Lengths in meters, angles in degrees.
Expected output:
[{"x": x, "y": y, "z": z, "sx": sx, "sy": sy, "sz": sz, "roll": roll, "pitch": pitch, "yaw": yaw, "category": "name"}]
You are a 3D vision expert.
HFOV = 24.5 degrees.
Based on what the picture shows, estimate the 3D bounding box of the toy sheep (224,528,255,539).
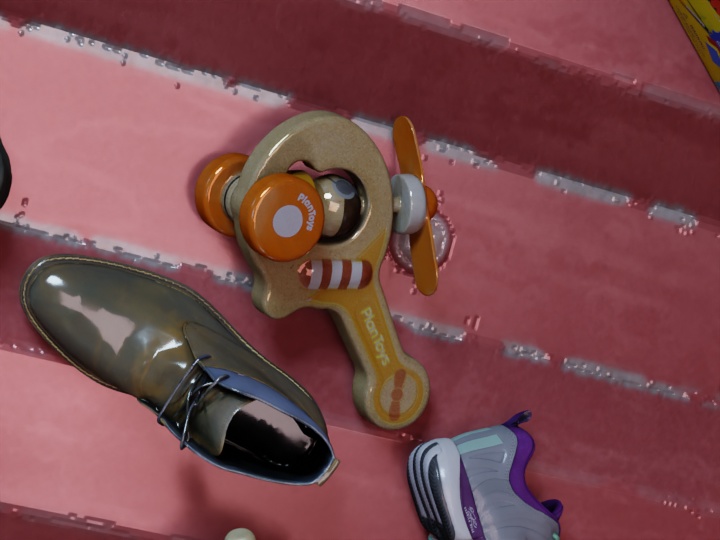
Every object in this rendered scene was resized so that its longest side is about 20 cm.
[{"x": -0.059, "y": 0.238, "z": 0.931, "sx": 0.137, "sy": 0.138, "sz": 0.202, "roll": -10, "pitch": 117, "yaw": -15, "category": "toy sheep"}]

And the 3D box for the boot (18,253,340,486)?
[{"x": -0.094, "y": 0.054, "z": 0.911, "sx": 0.199, "sy": 0.097, "sz": 0.075, "roll": 31, "pitch": 88, "yaw": -19, "category": "boot"}]

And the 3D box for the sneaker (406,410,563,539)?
[{"x": 0.097, "y": 0.189, "z": 1.002, "sx": 0.087, "sy": 0.074, "sz": 0.202, "roll": -19, "pitch": 102, "yaw": -18, "category": "sneaker"}]

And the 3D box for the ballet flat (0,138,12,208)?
[{"x": -0.232, "y": -0.118, "z": 0.860, "sx": 0.068, "sy": 0.068, "sz": 0.201, "roll": -27, "pitch": 104, "yaw": -11, "category": "ballet flat"}]

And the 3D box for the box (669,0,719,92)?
[{"x": 0.248, "y": -0.207, "z": 0.926, "sx": 0.122, "sy": 0.193, "sz": 0.201, "roll": -36, "pitch": 106, "yaw": -9, "category": "box"}]

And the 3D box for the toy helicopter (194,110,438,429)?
[{"x": 0.000, "y": 0.000, "z": 0.957, "sx": 0.132, "sy": 0.079, "sz": 0.201, "roll": -31, "pitch": 116, "yaw": -20, "category": "toy helicopter"}]
